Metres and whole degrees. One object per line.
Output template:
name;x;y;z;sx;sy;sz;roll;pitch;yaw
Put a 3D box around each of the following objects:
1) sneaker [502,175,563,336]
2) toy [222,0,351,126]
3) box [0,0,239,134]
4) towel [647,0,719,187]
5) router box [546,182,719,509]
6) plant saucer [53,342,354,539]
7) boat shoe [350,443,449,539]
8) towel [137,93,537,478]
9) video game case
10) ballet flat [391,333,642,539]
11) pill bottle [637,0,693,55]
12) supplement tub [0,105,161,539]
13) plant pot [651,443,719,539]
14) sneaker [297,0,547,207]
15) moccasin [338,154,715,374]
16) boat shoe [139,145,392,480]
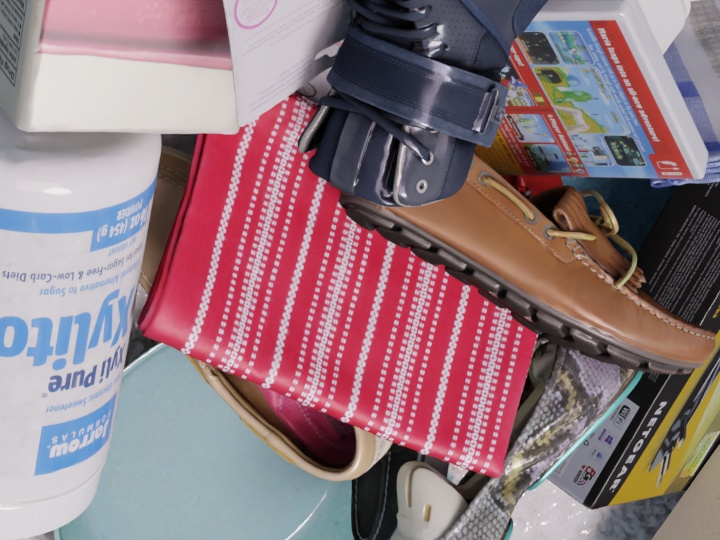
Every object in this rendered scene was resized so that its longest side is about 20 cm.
sneaker;0.087;-0.023;1.389;0.077;0.085;0.201;-24;125;-13
toy;-0.029;-0.171;1.118;0.115;0.047;0.201;-33;142;-27
box;-0.106;-0.175;1.192;0.108;0.128;0.201;-1;117;-26
towel;0.217;-0.110;1.370;0.199;0.147;0.024;-7;146;-19
router box;0.182;0.028;1.436;0.201;0.052;0.157;-61;156;15
plant saucer;-0.072;0.104;1.415;0.199;0.036;0.201;-11;119;-21
boat shoe;0.014;0.055;1.373;0.056;0.069;0.201;2;108;-23
towel;0.000;0.000;1.291;0.199;0.022;0.145;23;71;-18
video game case;0.052;-0.087;1.275;0.143;0.199;0.018;55;44;-53
ballet flat;0.058;0.103;1.343;0.201;0.072;0.072;-52;126;-8
pill bottle;0.150;-0.201;1.269;0.114;0.114;0.200;41;75;-35
supplement tub;-0.170;0.010;1.257;0.131;0.132;0.201;-2;121;-23
plant pot;0.306;0.172;1.513;0.199;0.177;0.200;21;106;-48
sneaker;0.009;-0.104;1.111;0.202;0.077;0.147;18;101;-57
moccasin;0.087;-0.015;1.285;0.201;0.074;0.078;31;82;-8
boat shoe;-0.056;0.021;1.309;0.074;0.069;0.200;-43;93;12
